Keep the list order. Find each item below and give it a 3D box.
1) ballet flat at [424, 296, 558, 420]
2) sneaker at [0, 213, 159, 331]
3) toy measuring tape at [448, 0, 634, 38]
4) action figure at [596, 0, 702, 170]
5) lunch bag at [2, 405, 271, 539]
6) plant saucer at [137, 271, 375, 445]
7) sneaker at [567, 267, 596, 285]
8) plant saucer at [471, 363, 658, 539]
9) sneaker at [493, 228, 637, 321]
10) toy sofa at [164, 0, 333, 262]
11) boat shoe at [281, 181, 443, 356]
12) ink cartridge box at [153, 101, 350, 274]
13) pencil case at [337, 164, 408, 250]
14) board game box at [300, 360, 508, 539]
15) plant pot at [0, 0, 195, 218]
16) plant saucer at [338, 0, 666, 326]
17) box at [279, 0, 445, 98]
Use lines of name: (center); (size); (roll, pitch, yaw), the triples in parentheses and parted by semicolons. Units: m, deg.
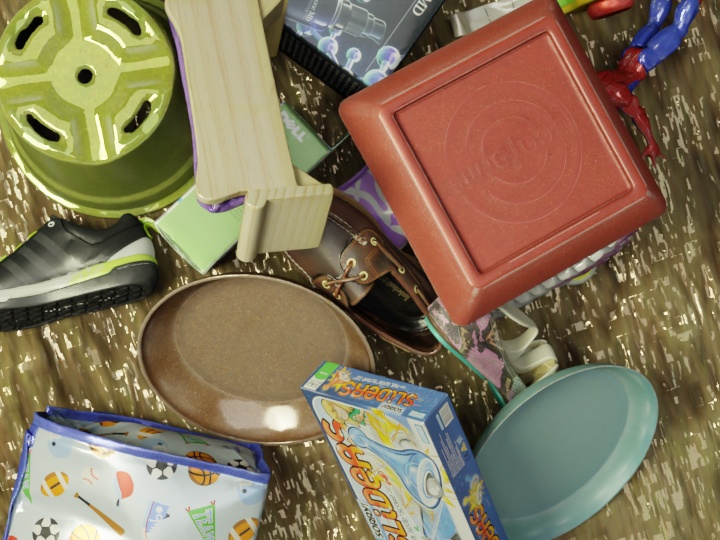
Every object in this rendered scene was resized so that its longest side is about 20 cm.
ballet flat: (0.123, 0.073, 0.965); (0.071, 0.069, 0.200); (-34, 135, 6)
sneaker: (-0.268, -0.003, 0.984); (0.199, 0.072, 0.083); (-10, 72, -7)
toy measuring tape: (0.179, -0.248, 1.010); (0.199, 0.074, 0.074); (-17, 93, -5)
action figure: (0.261, -0.172, 1.019); (0.200, 0.065, 0.099); (-45, 125, -15)
lunch bag: (-0.193, 0.213, 0.959); (0.199, 0.124, 0.171); (12, 92, -12)
plant saucer: (-0.086, 0.069, 0.966); (0.200, 0.037, 0.201); (3, 130, 3)
sneaker: (0.160, -0.080, 1.009); (0.075, 0.076, 0.201); (-21, 94, -6)
plant saucer: (0.168, 0.157, 0.991); (0.200, 0.027, 0.201); (-16, 128, -21)
sneaker: (0.141, -0.019, 0.977); (0.200, 0.080, 0.089); (-30, 80, 31)
toy sofa: (-0.089, -0.113, 0.858); (0.097, 0.083, 0.201); (-7, 64, -14)
boat shoe: (0.000, 0.000, 0.930); (0.200, 0.070, 0.070); (34, 121, -29)
ink cartridge box: (-0.081, -0.086, 0.971); (0.200, 0.104, 0.059); (-44, 95, -3)
pencil case: (0.053, -0.094, 0.967); (0.085, 0.084, 0.200); (37, 108, -18)
board game box: (0.042, 0.170, 0.937); (0.034, 0.135, 0.200); (-45, 126, -31)
plant pot: (-0.207, -0.145, 0.918); (0.200, 0.184, 0.201); (0, 91, -6)
plant saucer: (0.115, -0.089, 0.885); (0.199, 0.037, 0.200); (-29, 91, -7)
box: (-0.030, -0.258, 0.972); (0.200, 0.107, 0.149); (35, 87, -6)
